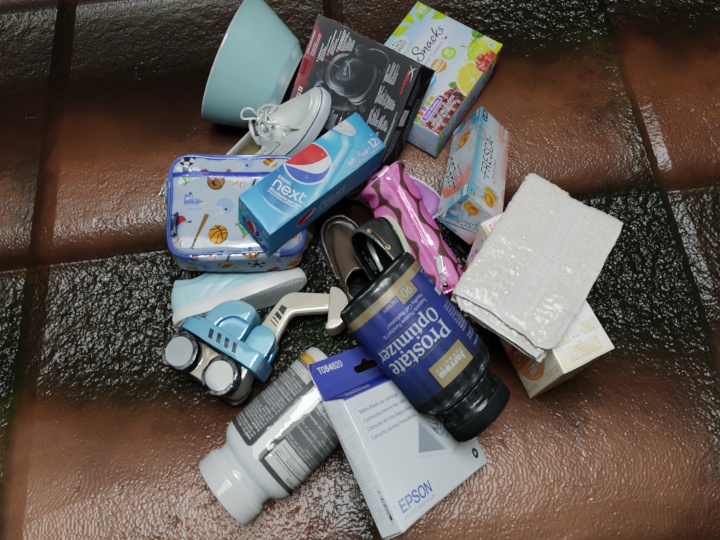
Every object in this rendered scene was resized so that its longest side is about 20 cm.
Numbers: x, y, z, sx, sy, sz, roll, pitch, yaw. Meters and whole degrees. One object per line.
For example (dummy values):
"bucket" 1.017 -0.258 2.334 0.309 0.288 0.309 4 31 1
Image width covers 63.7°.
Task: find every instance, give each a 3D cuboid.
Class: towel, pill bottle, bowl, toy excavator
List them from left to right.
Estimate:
"bowl" -0.155 -0.300 0.889 0.103 0.201 0.205 25 70 -9
"toy excavator" -0.133 0.082 0.774 0.191 0.100 0.203 26 73 12
"pill bottle" -0.094 0.203 0.719 0.199 0.117 0.116 -41 73 -13
"pill bottle" 0.077 0.089 0.665 0.111 0.112 0.201 -41 90 -14
"towel" 0.203 -0.010 0.670 0.131 0.035 0.202 31 74 13

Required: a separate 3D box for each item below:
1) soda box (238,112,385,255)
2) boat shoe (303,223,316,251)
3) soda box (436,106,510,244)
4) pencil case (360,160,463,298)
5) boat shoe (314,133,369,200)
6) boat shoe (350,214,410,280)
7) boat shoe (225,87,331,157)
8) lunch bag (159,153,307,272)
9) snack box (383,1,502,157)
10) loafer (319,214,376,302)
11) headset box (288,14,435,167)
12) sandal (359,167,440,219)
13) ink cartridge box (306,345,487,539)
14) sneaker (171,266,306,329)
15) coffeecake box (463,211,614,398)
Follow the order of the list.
"soda box" -0.061 -0.112 0.739 0.199 0.068 0.064 -41 82 -22
"boat shoe" -0.164 -0.080 0.859 0.196 0.072 0.078 29 84 12
"soda box" 0.164 -0.138 0.825 0.068 0.063 0.203 34 47 -20
"pencil case" 0.074 -0.051 0.801 0.089 0.094 0.203 -32 84 9
"boat shoe" -0.072 -0.175 0.870 0.197 0.070 0.072 29 92 27
"boat shoe" 0.054 0.027 0.755 0.062 0.073 0.205 -26 83 -38
"boat shoe" -0.132 -0.199 0.824 0.200 0.085 0.077 -31 54 34
"lunch bag" -0.169 -0.083 0.784 0.193 0.076 0.165 0 72 -9
"snack box" 0.106 -0.310 0.935 0.166 0.068 0.202 33 73 15
"loafer" 0.000 0.000 0.818 0.071 0.071 0.203 -25 70 -8
"headset box" -0.011 -0.269 0.861 0.197 0.077 0.152 31 111 17
"sandal" 0.031 -0.131 0.878 0.199 0.050 0.084 27 72 12
"ink cartridge box" 0.050 0.174 0.693 0.197 0.040 0.204 -11 69 -50
"sneaker" -0.176 0.015 0.818 0.194 0.074 0.084 -16 71 -6
"coffeecake box" 0.218 0.043 0.750 0.071 0.154 0.204 -22 69 -7
